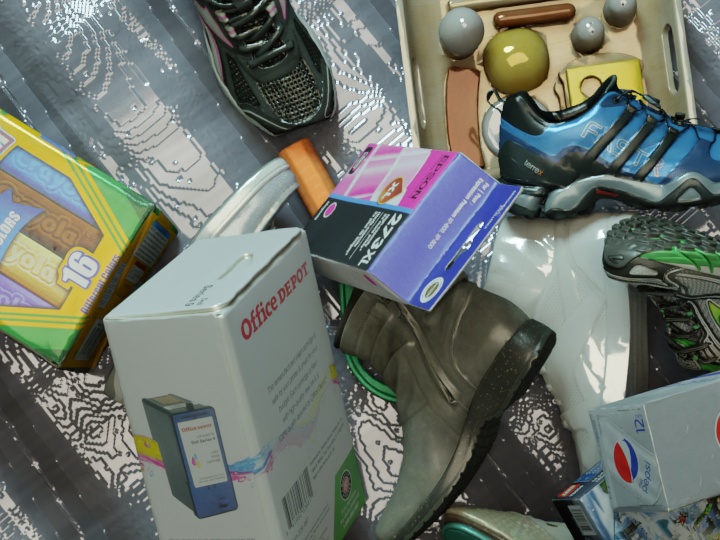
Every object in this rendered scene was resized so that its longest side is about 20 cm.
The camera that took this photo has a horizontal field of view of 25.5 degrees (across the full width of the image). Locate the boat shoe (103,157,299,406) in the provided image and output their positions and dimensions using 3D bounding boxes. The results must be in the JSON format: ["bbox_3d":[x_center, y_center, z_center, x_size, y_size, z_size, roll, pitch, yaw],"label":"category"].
[{"bbox_3d":[-0.099,0.016,1.094,0.064,0.074,0.203,34,90,-1],"label":"boat shoe"}]

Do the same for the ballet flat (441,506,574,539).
[{"bbox_3d":[0.145,0.210,1.080,0.199,0.068,0.063,37,60,1],"label":"ballet flat"}]

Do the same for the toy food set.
[{"bbox_3d":[0.129,-0.136,1.106,0.197,0.060,0.145,-7,84,1],"label":"toy food set"}]

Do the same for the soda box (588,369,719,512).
[{"bbox_3d":[0.246,0.094,1.006,0.198,0.063,0.069,-13,88,-26],"label":"soda box"}]

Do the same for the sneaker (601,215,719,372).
[{"bbox_3d":[0.226,0.023,1.037,0.199,0.078,0.086,22,93,-39],"label":"sneaker"}]

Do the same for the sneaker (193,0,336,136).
[{"bbox_3d":[-0.086,-0.185,1.104,0.080,0.086,0.201,-31,85,0],"label":"sneaker"}]

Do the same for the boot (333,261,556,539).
[{"bbox_3d":[0.034,0.080,1.074,0.130,0.068,0.201,35,109,15],"label":"boot"}]

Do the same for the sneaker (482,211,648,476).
[{"bbox_3d":[0.135,0.059,1.091,0.114,0.074,0.203,2,97,23],"label":"sneaker"}]

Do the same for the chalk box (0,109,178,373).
[{"bbox_3d":[-0.243,-0.036,1.075,0.199,0.125,0.125,32,86,3],"label":"chalk box"}]

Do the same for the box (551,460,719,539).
[{"bbox_3d":[0.228,0.195,1.039,0.136,0.040,0.201,-32,96,-25],"label":"box"}]

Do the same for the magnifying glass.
[{"bbox_3d":[0.000,0.000,1.118,0.079,0.022,0.201,-29,86,-1],"label":"magnifying glass"}]

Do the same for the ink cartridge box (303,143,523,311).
[{"bbox_3d":[0.024,-0.032,1.015,0.037,0.200,0.095,41,81,-22],"label":"ink cartridge box"}]

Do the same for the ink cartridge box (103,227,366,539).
[{"bbox_3d":[-0.073,0.091,1.000,0.086,0.145,0.202,-3,110,20],"label":"ink cartridge box"}]

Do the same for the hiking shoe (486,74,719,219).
[{"bbox_3d":[0.185,-0.085,1.050,0.197,0.074,0.088,-6,104,-1],"label":"hiking shoe"}]
